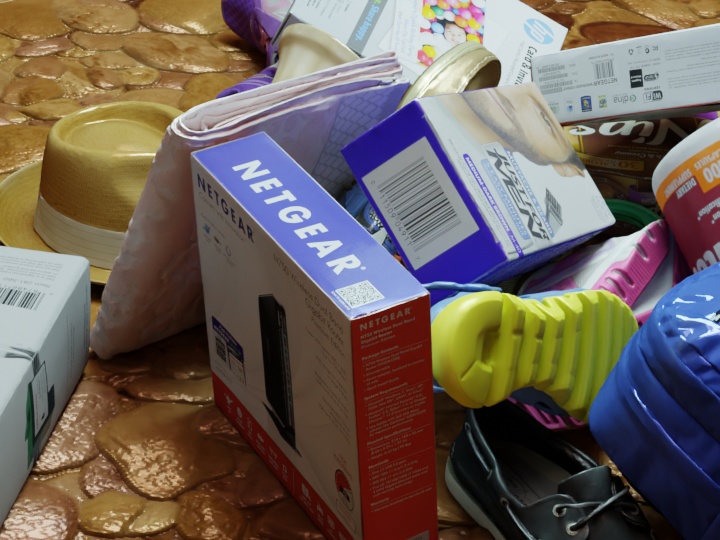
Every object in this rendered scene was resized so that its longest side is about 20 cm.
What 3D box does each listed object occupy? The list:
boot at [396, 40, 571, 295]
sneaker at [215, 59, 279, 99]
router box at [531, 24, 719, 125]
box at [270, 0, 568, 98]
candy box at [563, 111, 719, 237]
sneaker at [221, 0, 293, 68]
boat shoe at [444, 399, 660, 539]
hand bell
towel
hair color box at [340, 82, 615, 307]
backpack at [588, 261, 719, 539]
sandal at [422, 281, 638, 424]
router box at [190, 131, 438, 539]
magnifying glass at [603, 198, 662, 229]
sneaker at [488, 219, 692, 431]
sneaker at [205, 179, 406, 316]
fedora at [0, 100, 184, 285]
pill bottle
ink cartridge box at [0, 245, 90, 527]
[{"bbox_3d":[0.087,-0.063,1.493,0.155,0.073,0.200,21,57,25],"label":"boot"},{"bbox_3d":[-0.051,-0.090,1.585,0.083,0.081,0.200,-21,27,-14],"label":"sneaker"},{"bbox_3d":[0.249,-0.136,1.474,0.200,0.049,0.179,-5,2,44],"label":"router box"},{"bbox_3d":[0.048,-0.177,1.655,0.200,0.041,0.156,31,45,-6],"label":"box"},{"bbox_3d":[0.209,-0.091,1.621,0.117,0.057,0.200,10,32,7],"label":"candy box"},{"bbox_3d":[-0.048,-0.180,1.724,0.200,0.081,0.088,30,46,35],"label":"sneaker"},{"bbox_3d":[0.118,0.131,1.208,0.074,0.066,0.199,-12,34,-26],"label":"boat shoe"},{"bbox_3d":[-0.077,-0.058,1.425,0.104,0.104,0.200,28,64,35],"label":"hand bell"},{"bbox_3d":[-0.069,-0.039,1.358,0.191,0.200,0.032,-20,58,-39],"label":"towel"},{"bbox_3d":[0.076,-0.050,1.319,0.065,0.109,0.200,-32,-6,23],"label":"hair color box"},{"bbox_3d":[0.243,0.079,1.191,0.200,0.168,0.162,42,34,25],"label":"backpack"},{"bbox_3d":[0.084,0.041,1.231,0.087,0.080,0.200,10,-3,41],"label":"sandal"},{"bbox_3d":[-0.027,0.045,1.221,0.049,0.180,0.200,-18,36,-22],"label":"router box"},{"bbox_3d":[0.118,-0.029,1.522,0.200,0.022,0.080,10,45,18],"label":"magnifying glass"},{"bbox_3d":[0.129,0.042,1.359,0.088,0.081,0.200,-14,15,48],"label":"sneaker"},{"bbox_3d":[0.000,0.000,1.392,0.200,0.075,0.078,-37,66,-13],"label":"sneaker"},{"bbox_3d":[-0.155,-0.062,1.489,0.200,0.082,0.201,4,31,-2],"label":"fedora"},{"bbox_3d":[0.267,0.005,1.331,0.113,0.113,0.200,-14,69,-28],"label":"pill bottle"},{"bbox_3d":[-0.252,0.063,1.258,0.146,0.084,0.200,8,30,7],"label":"ink cartridge box"}]
